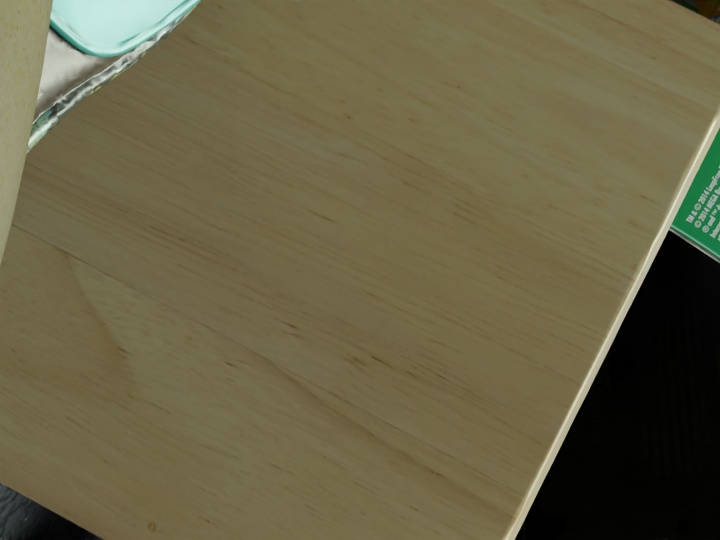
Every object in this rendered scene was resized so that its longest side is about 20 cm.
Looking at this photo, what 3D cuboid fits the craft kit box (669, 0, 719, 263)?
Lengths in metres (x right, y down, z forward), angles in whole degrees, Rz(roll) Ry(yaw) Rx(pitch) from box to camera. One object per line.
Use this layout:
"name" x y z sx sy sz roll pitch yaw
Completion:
"craft kit box" 0.143 -0.110 0.965 0.201 0.048 0.198 -58 -171 5

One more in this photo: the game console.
"game console" 0.080 0.086 0.925 0.200 0.175 0.117 -85 164 -58

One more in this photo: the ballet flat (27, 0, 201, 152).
"ballet flat" -0.097 -0.069 0.720 0.200 0.074 0.074 -45 153 -13

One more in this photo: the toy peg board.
"toy peg board" -0.018 -0.018 0.797 0.200 0.199 0.098 -64 171 9

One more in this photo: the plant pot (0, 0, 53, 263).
"plant pot" -0.146 -0.019 0.576 0.188 0.186 0.201 84 28 -53
